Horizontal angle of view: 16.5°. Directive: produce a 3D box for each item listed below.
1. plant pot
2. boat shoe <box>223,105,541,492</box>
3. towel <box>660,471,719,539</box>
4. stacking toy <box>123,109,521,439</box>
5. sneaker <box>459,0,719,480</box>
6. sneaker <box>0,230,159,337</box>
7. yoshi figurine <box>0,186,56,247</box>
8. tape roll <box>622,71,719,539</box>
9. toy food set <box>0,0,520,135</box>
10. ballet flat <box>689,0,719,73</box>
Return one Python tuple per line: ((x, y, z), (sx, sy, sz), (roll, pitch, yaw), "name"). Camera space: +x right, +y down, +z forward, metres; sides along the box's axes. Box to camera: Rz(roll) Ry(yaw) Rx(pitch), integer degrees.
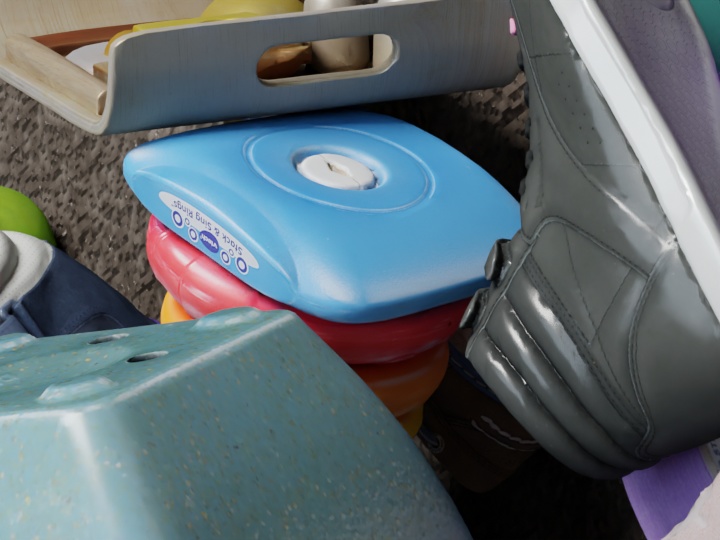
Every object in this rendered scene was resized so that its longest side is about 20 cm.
((-0.071, 0.121, 0.711), (0.195, 0.196, 0.201), (-6, 99, 28), "plant pot")
((0.000, 0.000, 0.889), (0.200, 0.072, 0.073), (50, 119, 40), "boat shoe")
((0.150, 0.131, 0.638), (0.191, 0.032, 0.200), (42, 112, 10), "towel")
((-0.026, 0.054, 0.820), (0.116, 0.110, 0.201), (35, 125, 36), "stacking toy")
((0.060, -0.029, 0.735), (0.099, 0.071, 0.200), (-38, 60, 31), "sneaker")
((-0.135, 0.073, 0.931), (0.081, 0.146, 0.200), (-33, 40, 35), "sneaker")
((-0.180, 0.044, 1.082), (0.112, 0.112, 0.201), (-72, -5, -66), "yoshi figurine")
((0.165, 0.021, 0.712), (0.200, 0.066, 0.201), (-10, 76, 46), "tape roll")
((-0.047, -0.096, 0.869), (0.200, 0.143, 0.061), (-149, 53, -64), "toy food set")
((0.082, -0.105, 0.837), (0.067, 0.068, 0.201), (140, 132, -59), "ballet flat")
